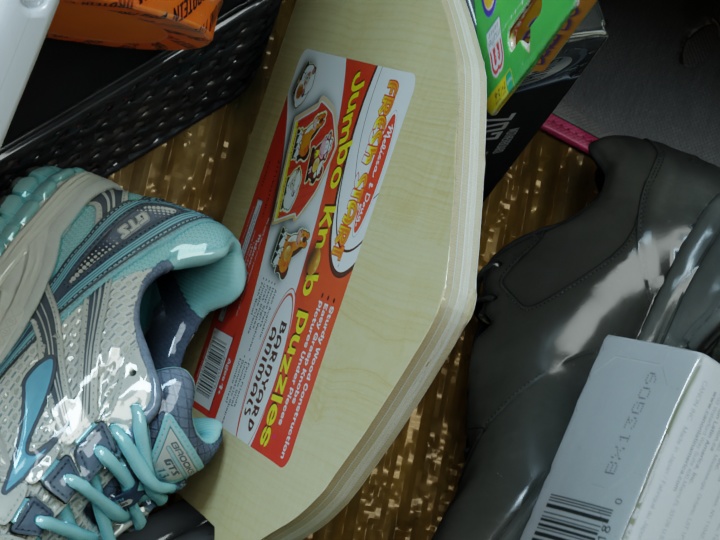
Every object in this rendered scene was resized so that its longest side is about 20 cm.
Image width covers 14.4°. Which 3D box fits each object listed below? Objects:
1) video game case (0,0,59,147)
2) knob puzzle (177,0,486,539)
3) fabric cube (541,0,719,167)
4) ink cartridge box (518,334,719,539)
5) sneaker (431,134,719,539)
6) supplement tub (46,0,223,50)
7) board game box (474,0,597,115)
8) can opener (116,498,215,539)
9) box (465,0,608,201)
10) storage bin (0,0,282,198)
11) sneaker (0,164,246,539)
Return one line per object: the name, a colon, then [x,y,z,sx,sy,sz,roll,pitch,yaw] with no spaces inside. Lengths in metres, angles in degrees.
video game case: [-0.133,-0.144,0.815,0.200,0.023,0.182,30,100,43]
knob puzzle: [0.000,0.000,0.877,0.030,0.220,0.220,18,68,-21]
fabric cube: [0.185,-0.131,0.978,0.200,0.196,0.199,28,69,0]
ink cartridge box: [0.140,0.112,0.939,0.200,0.050,0.109,31,79,-36]
sneaker: [0.068,0.040,0.973,0.091,0.076,0.200,30,70,20]
supplement tub: [-0.077,-0.175,0.874,0.122,0.123,0.200,10,85,-7]
board game box: [0.053,-0.153,0.844,0.030,0.096,0.200,5,70,-13]
can opener: [-0.116,0.137,0.918,0.200,0.053,0.066,-30,114,-17]
box: [0.012,-0.133,0.966,0.044,0.160,0.200,-11,73,-17]
storage bin: [-0.136,-0.090,0.962,0.200,0.094,0.135,-33,80,-18]
sneaker: [-0.093,0.055,0.878,0.086,0.078,0.200,9,61,16]
